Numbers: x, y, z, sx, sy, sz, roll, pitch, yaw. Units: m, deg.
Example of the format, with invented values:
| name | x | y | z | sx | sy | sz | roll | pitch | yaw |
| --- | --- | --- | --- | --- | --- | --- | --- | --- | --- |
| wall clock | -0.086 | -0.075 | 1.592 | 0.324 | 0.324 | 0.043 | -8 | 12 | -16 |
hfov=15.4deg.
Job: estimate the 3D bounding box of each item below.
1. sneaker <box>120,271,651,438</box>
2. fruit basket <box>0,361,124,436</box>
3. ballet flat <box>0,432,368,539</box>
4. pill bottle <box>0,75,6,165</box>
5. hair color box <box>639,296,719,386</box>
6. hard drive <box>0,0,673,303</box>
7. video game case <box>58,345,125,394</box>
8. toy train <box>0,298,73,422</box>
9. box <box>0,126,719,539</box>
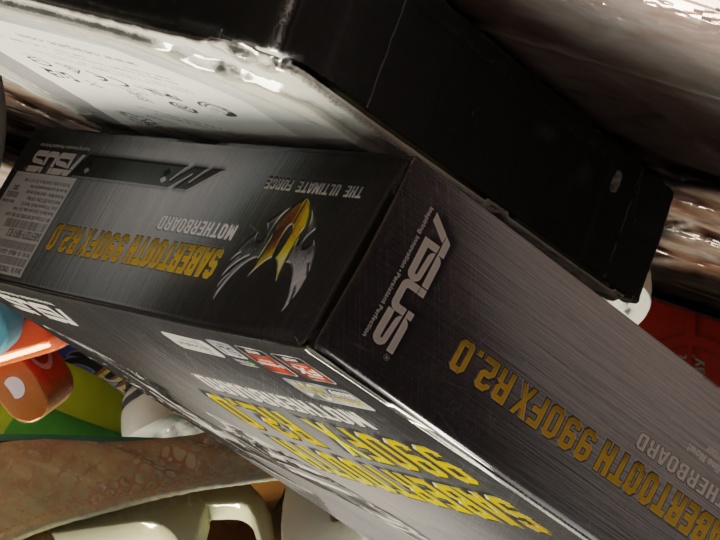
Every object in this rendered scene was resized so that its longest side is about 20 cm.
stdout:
| name | x | y | z | sx | sy | sz | roll | pitch | yaw |
| --- | --- | --- | --- | --- | --- | --- | --- | --- | --- |
| sneaker | 0.000 | 0.000 | 0.816 | 0.199 | 0.080 | 0.078 | -19 | 151 | 37 |
| fruit basket | -0.103 | 0.111 | 0.944 | 0.214 | 0.156 | 0.216 | 21 | 175 | 2 |
| ballet flat | -0.041 | 0.079 | 0.798 | 0.199 | 0.063 | 0.068 | -7 | 144 | 0 |
| pill bottle | -0.181 | -0.043 | 0.785 | 0.111 | 0.112 | 0.200 | 22 | 173 | -22 |
| hair color box | 0.145 | 0.061 | 0.907 | 0.199 | 0.062 | 0.102 | 18 | 174 | 4 |
| hard drive | -0.023 | -0.046 | 0.634 | 0.139 | 0.038 | 0.200 | 16 | 174 | 30 |
| video game case | -0.115 | 0.024 | 1.102 | 0.200 | 0.046 | 0.181 | 41 | 176 | -16 |
| toy train | -0.110 | 0.015 | 0.817 | 0.149 | 0.056 | 0.200 | -18 | -170 | 16 |
| box | 0.007 | 0.028 | 0.653 | 0.158 | 0.049 | 0.200 | 36 | 167 | -28 |
